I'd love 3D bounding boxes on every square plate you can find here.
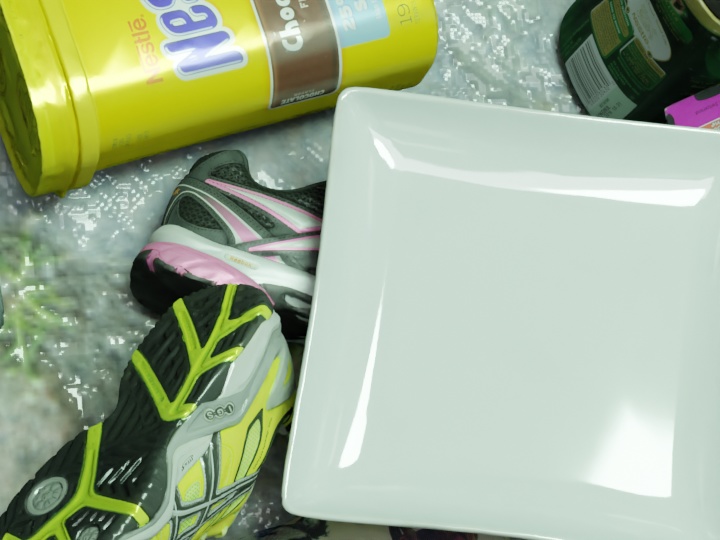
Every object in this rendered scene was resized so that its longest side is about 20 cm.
[{"bbox_3d":[0.076,0.025,1.011,0.198,0.028,0.200,7,71,3],"label":"square plate"}]

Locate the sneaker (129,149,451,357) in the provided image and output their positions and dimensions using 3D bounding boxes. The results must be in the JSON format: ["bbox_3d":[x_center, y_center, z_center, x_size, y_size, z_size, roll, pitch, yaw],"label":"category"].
[{"bbox_3d":[0.000,0.000,1.073,0.199,0.080,0.087,23,66,-11],"label":"sneaker"}]

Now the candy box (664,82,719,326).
[{"bbox_3d":[0.226,-0.004,1.030,0.136,0.061,0.201,-23,58,23],"label":"candy box"}]

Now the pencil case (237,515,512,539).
[{"bbox_3d":[-0.035,0.145,1.027,0.199,0.089,0.078,-23,111,-18],"label":"pencil case"}]

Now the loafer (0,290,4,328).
[{"bbox_3d":[-0.212,-0.064,1.039,0.062,0.072,0.201,-15,82,-12],"label":"loafer"}]

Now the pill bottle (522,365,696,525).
[{"bbox_3d":[0.148,0.135,1.055,0.112,0.112,0.200,-42,91,-20],"label":"pill bottle"}]

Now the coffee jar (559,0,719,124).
[{"bbox_3d":[0.171,-0.134,1.085,0.104,0.200,0.086,-22,82,-19],"label":"coffee jar"}]

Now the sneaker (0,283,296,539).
[{"bbox_3d":[-0.086,0.098,0.981,0.200,0.075,0.077,-50,130,-27],"label":"sneaker"}]

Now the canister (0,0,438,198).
[{"bbox_3d":[-0.079,-0.131,1.080,0.199,0.087,0.149,-16,76,-20],"label":"canister"}]
